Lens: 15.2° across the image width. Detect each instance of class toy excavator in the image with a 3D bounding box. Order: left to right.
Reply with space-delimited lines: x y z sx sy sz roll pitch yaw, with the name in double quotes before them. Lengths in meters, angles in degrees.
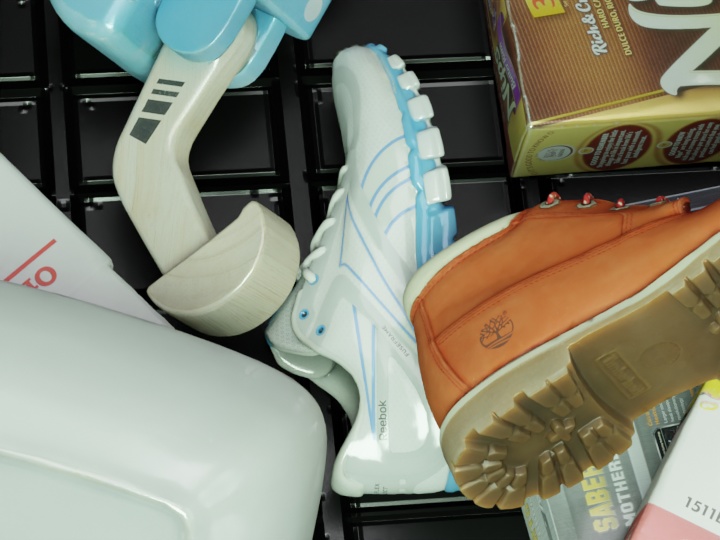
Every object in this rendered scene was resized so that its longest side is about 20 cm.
"toy excavator" -0.073 -0.094 1.115 0.194 0.100 0.200 29 88 29

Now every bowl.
"bowl" -0.125 0.114 0.975 0.200 0.075 0.200 17 109 3

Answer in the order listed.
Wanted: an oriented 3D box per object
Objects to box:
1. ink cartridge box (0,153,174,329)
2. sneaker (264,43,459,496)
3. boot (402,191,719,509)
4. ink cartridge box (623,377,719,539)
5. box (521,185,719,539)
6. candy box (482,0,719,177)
"ink cartridge box" -0.180 0.006 1.076 0.200 0.068 0.115 44 69 13
"sneaker" 0.000 0.000 1.099 0.087 0.075 0.200 -10 68 -4
"boot" 0.107 -0.004 1.009 0.200 0.075 0.107 -29 44 6
"ink cartridge box" 0.181 0.071 1.034 0.116 0.068 0.200 25 68 6
"box" 0.141 0.068 1.096 0.158 0.048 0.200 -12 69 -10
"candy box" 0.156 -0.109 1.169 0.200 0.056 0.117 -6 68 -7
